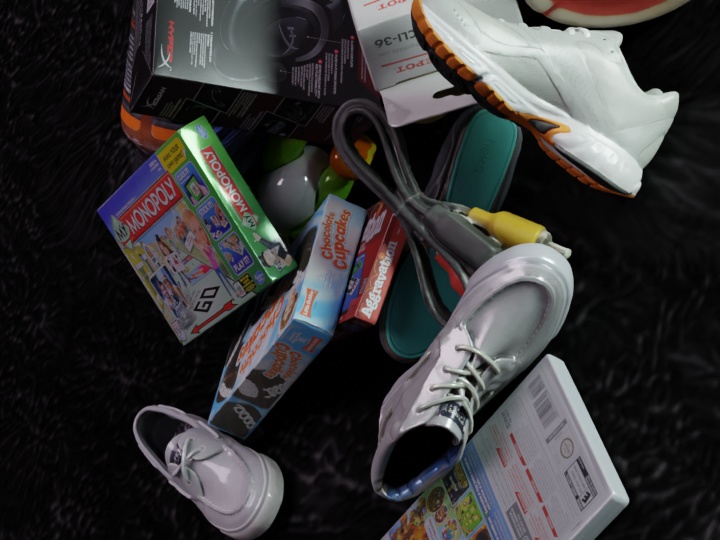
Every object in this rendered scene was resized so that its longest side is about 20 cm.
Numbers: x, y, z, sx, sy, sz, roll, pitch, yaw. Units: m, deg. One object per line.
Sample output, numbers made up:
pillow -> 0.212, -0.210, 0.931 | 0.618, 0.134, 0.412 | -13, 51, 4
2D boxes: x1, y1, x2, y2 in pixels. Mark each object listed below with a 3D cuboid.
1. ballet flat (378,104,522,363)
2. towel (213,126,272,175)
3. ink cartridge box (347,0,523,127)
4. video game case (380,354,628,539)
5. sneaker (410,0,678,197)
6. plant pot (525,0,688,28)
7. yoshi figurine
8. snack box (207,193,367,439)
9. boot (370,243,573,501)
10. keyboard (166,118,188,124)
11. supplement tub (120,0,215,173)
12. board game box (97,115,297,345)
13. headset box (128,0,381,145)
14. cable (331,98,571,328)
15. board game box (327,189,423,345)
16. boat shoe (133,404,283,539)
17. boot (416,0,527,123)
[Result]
ballet flat -> 0.065, -0.027, 1.538 | 0.073, 0.073, 0.201 | 19, 87, 59
towel -> -0.107, -0.104, 1.756 | 0.145, 0.024, 0.200 | -42, -4, -13
ink cartridge box -> 0.048, -0.203, 1.499 | 0.116, 0.068, 0.201 | -17, 49, 3
video game case -> 0.087, 0.171, 1.393 | 0.200, 0.018, 0.144 | -50, 34, 21
sneaker -> 0.126, -0.139, 1.418 | 0.092, 0.200, 0.076 | -54, 10, -5
plant pot -> 0.169, -0.281, 1.463 | 0.200, 0.200, 0.178 | -32, 53, 41
yoshi figurine -> -0.078, -0.041, 1.721 | 0.200, 0.111, 0.113 | -53, 41, 30
snack box -> -0.058, 0.039, 1.629 | 0.200, 0.037, 0.117 | 130, 159, -54
boot -> 0.074, 0.076, 1.410 | 0.200, 0.073, 0.096 | -55, 11, 36
keyboard -> -0.088, -0.149, 1.727 | 0.104, 0.040, 0.200 | -24, 4, 25
supplement tub -> -0.153, -0.171, 1.824 | 0.107, 0.106, 0.201 | -125, 41, -56
board game box -> -0.131, -0.027, 1.645 | 0.029, 0.135, 0.200 | -33, -1, -29
headset box -> -0.068, -0.185, 1.594 | 0.077, 0.199, 0.150 | 139, 135, -62
cable -> 0.050, -0.034, 1.477 | 0.200, 0.050, 0.097 | 42, 109, 21
board game box -> 0.000, 0.000, 1.582 | 0.200, 0.019, 0.104 | 149, 143, -76
boat shoe -> -0.126, 0.153, 1.680 | 0.072, 0.068, 0.200 | -60, 31, 6
boot -> 0.059, -0.238, 1.660 | 0.201, 0.073, 0.156 | -57, 48, 21
